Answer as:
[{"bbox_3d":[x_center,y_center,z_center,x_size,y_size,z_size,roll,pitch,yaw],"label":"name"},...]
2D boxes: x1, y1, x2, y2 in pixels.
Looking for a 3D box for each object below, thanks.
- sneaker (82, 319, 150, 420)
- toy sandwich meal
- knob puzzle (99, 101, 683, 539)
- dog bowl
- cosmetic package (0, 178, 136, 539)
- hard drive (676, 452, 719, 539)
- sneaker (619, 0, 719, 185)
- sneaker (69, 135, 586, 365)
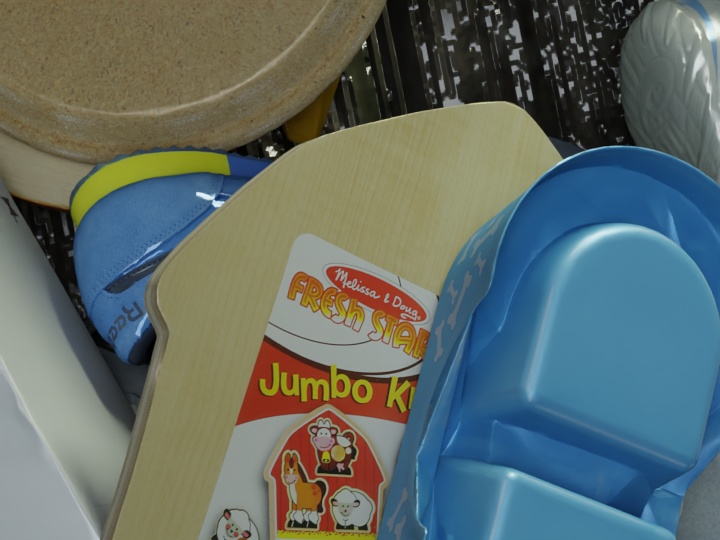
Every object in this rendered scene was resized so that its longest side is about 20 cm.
[{"bbox_3d":[-0.117,0.018,0.935,0.199,0.075,0.116,-17,85,1],"label":"sneaker"},{"bbox_3d":[-0.075,-0.114,0.947,0.204,0.070,0.206,-1,77,5],"label":"toy sandwich meal"},{"bbox_3d":[0.016,0.041,0.833,0.219,0.030,0.221,4,81,-28],"label":"knob puzzle"},{"bbox_3d":[0.063,0.062,0.810,0.111,0.050,0.201,22,73,-24],"label":"dog bowl"},{"bbox_3d":[-0.140,0.026,0.852,0.081,0.113,0.201,-34,81,9],"label":"cosmetic package"},{"bbox_3d":[0.096,0.112,0.913,0.139,0.033,0.201,-29,86,34],"label":"hard drive"},{"bbox_3d":[0.138,0.000,0.936,0.072,0.072,0.201,-8,94,-25],"label":"sneaker"},{"bbox_3d":[0.000,0.000,0.907,0.199,0.066,0.079,-4,54,-23],"label":"sneaker"}]
